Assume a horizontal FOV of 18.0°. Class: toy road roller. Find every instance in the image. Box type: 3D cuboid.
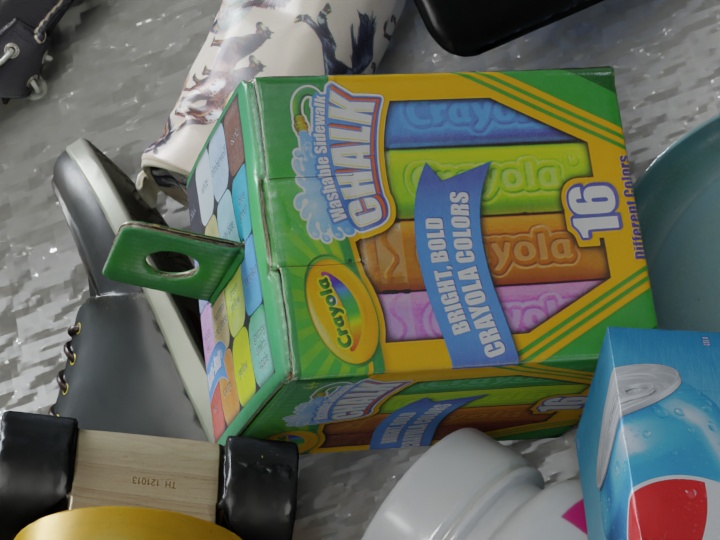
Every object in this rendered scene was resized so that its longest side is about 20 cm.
[{"bbox_3d":[-0.096,0.158,0.890,0.122,0.201,0.147,7,48,-7],"label":"toy road roller"}]

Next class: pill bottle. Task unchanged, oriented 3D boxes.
[{"bbox_3d":[0.097,0.154,0.888,0.199,0.113,0.114,33,89,23],"label":"pill bottle"}]

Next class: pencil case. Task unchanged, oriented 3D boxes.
[{"bbox_3d":[-0.030,-0.112,1.016,0.089,0.078,0.201,20,84,35],"label":"pencil case"}]

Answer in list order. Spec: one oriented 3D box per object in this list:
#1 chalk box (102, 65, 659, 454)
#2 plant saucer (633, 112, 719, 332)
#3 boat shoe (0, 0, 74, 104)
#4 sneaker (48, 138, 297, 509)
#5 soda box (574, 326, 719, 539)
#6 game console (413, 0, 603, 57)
[{"bbox_3d":[0.000,0.000,0.907,0.198,0.125,0.125,-4,73,-16],"label":"chalk box"},{"bbox_3d":[0.183,0.029,0.915,0.199,0.027,0.202,-2,86,29],"label":"plant saucer"},{"bbox_3d":[-0.178,-0.106,1.089,0.199,0.073,0.063,-36,111,2],"label":"boat shoe"},{"bbox_3d":[-0.117,0.044,1.009,0.106,0.075,0.201,-29,70,8],"label":"sneaker"},{"bbox_3d":[0.121,0.115,0.800,0.064,0.068,0.201,3,45,-7],"label":"soda box"},{"bbox_3d":[0.050,-0.192,0.978,0.175,0.199,0.117,25,131,45],"label":"game console"}]
